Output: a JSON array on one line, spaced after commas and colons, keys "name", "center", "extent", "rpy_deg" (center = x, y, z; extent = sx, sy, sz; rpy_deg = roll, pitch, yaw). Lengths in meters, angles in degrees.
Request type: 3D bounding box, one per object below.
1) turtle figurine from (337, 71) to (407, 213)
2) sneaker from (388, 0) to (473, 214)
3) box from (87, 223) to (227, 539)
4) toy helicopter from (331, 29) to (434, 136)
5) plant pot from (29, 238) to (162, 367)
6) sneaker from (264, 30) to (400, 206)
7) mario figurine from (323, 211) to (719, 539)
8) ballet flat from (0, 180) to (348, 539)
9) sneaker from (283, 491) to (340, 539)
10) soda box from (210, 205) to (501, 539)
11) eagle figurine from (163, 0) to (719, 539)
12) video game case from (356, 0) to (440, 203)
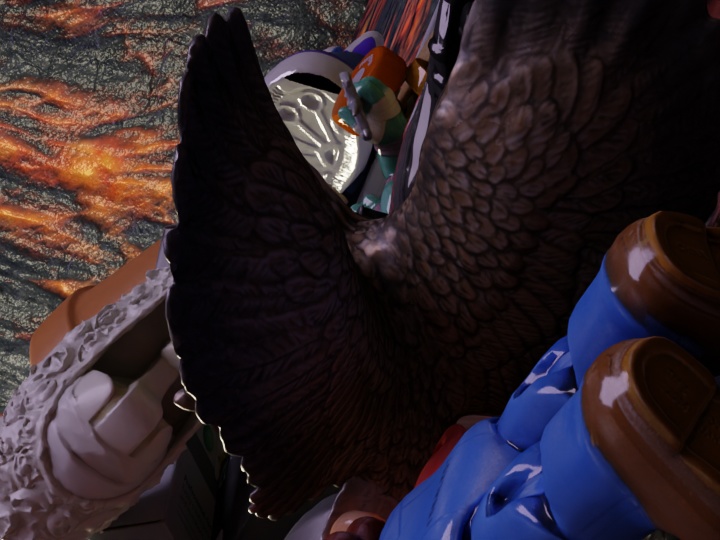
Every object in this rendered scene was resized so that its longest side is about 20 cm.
[{"name": "turtle figurine", "center": [0.000, 0.000, 0.860], "extent": [0.150, 0.100, 0.200], "rpy_deg": [-57, -7, -5]}, {"name": "sneaker", "center": [0.052, -0.062, 0.677], "extent": [0.098, 0.071, 0.201], "rpy_deg": [-40, -20, -59]}, {"name": "box", "center": [-0.068, 0.098, 0.879], "extent": [0.201, 0.041, 0.157], "rpy_deg": [-84, -21, -50]}, {"name": "toy helicopter", "center": [0.071, -0.114, 0.887], "extent": [0.133, 0.079, 0.200], "rpy_deg": [-59, 15, -12]}, {"name": "plant pot", "center": [-0.108, 0.059, 1.276], "extent": [0.140, 0.200, 0.200], "rpy_deg": [-46, 12, 16]}, {"name": "sneaker", "center": [-0.019, -0.109, 1.126], "extent": [0.201, 0.080, 0.147], "rpy_deg": [100, -172, -59]}, {"name": "mario figurine", "center": [0.040, 0.079, 0.435], "extent": [0.123, 0.106, 0.200], "rpy_deg": [-19, -21, -45]}, {"name": "ballet flat", "center": [-0.078, 0.035, 0.739], "extent": [0.200, 0.072, 0.072], "rpy_deg": [-47, 4, -6]}, {"name": "sneaker", "center": [-0.031, 0.160, 0.650], "extent": [0.080, 0.075, 0.201], "rpy_deg": [-77, 11, -49]}, {"name": "soda box", "center": [-0.002, 0.063, 0.733], "extent": [0.200, 0.070, 0.064], "rpy_deg": [120, 160, -51]}, {"name": "eagle figurine", "center": [0.006, 0.003, 0.522], "extent": [0.200, 0.150, 0.153], "rpy_deg": [129, 163, -64]}, {"name": "video game case", "center": [0.057, -0.150, 1.140], "extent": [0.201, 0.024, 0.183], "rpy_deg": [-65, -2, -49]}]
